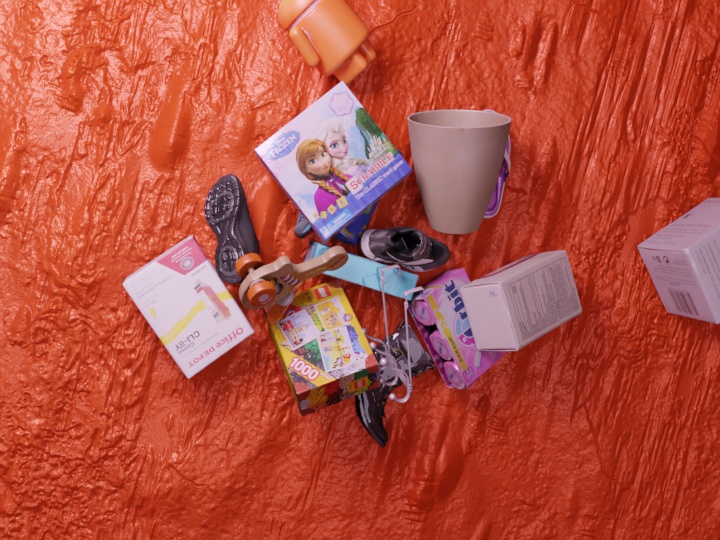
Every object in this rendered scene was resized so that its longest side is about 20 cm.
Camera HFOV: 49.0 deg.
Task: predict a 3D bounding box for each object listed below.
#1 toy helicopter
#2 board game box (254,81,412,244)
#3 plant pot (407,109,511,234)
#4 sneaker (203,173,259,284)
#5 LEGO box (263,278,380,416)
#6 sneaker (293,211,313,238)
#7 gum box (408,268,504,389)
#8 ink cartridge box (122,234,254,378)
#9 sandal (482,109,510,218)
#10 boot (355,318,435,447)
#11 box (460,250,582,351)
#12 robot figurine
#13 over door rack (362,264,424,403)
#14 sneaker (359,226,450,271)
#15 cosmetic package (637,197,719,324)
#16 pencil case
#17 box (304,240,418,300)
[{"bbox_3d":[-0.111,0.016,1.340,0.198,0.133,0.079,-23,56,-13],"label":"toy helicopter"},{"bbox_3d":[-0.047,-0.188,1.368,0.199,0.041,0.200,-39,88,-8],"label":"board game box"},{"bbox_3d":[0.175,-0.177,1.438,0.184,0.188,0.203,-5,112,-13],"label":"plant pot"},{"bbox_3d":[-0.220,-0.069,1.392,0.075,0.091,0.203,-12,77,22],"label":"sneaker"},{"bbox_3d":[-0.069,0.132,1.381,0.147,0.201,0.078,-19,141,-11],"label":"LEGO box"},{"bbox_3d":[-0.092,-0.158,1.421,0.094,0.079,0.203,20,82,-4],"label":"sneaker"},{"bbox_3d":[0.181,0.114,1.489,0.113,0.066,0.202,-33,102,-30],"label":"gum box"},{"bbox_3d":[-0.297,0.062,1.376,0.144,0.083,0.202,-34,102,-9],"label":"ink cartridge box"},{"bbox_3d":[0.253,-0.203,1.504,0.081,0.050,0.206,-2,95,-14],"label":"sandal"},{"bbox_3d":[0.064,0.212,1.486,0.172,0.069,0.203,-25,98,-10],"label":"boot"},{"bbox_3d":[0.301,0.055,1.472,0.198,0.108,0.130,-21,98,-36],"label":"box"},{"bbox_3d":[-0.063,-0.422,1.373,0.144,0.117,0.200,-44,103,-6],"label":"robot figurine"},{"bbox_3d":[0.049,0.104,1.360,0.065,0.148,0.203,1,107,-16],"label":"over door rack"},{"bbox_3d":[0.100,-0.039,1.437,0.198,0.090,0.068,10,80,-35],"label":"sneaker"},{"bbox_3d":[0.701,-0.024,1.570,0.198,0.167,0.168,-31,101,-10],"label":"cosmetic package"},{"bbox_3d":[0.001,-0.148,1.432,0.086,0.078,0.202,28,87,-43],"label":"pencil case"},{"bbox_3d":[0.000,0.000,1.444,0.197,0.082,0.050,17,91,-15],"label":"box"}]
